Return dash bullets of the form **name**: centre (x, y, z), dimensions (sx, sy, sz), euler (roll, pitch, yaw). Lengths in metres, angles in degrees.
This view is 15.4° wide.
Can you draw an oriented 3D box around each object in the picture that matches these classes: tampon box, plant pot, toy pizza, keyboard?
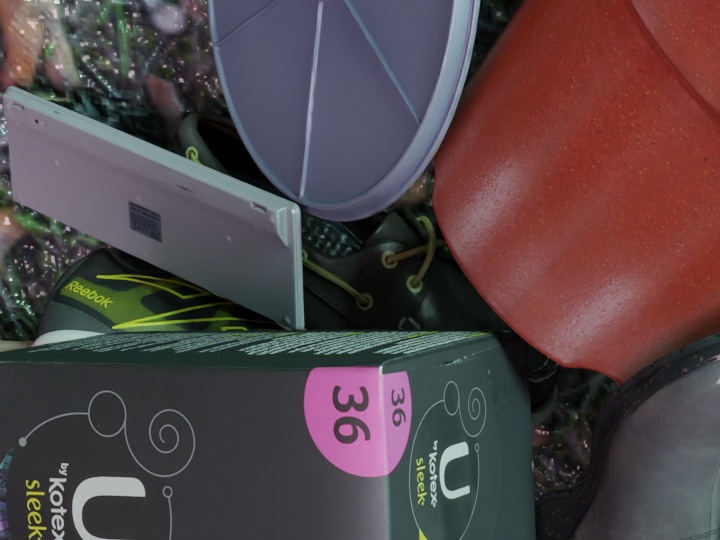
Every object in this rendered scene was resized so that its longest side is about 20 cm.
- **tampon box**: centre (-0.046, 0.102, 1.038), dimensions (0.199, 0.126, 0.151), euler (-1, 95, 29)
- **plant pot**: centre (0.136, -0.068, 1.002), dimensions (0.201, 0.201, 0.195), euler (41, 131, -2)
- **toy pizza**: centre (-0.002, -0.120, 1.056), dimensions (0.200, 0.032, 0.202), euler (5, 96, 58)
- **keyboard**: centre (-0.092, -0.029, 1.147), dimensions (0.200, 0.011, 0.057), euler (23, 129, 43)

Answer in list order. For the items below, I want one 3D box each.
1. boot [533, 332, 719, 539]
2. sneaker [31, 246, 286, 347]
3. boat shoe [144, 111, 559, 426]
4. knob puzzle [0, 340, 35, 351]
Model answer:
- **boot**: centre (0.131, 0.118, 1.012), dimensions (0.132, 0.069, 0.200), euler (65, 146, 27)
- **sneaker**: centre (-0.048, 0.035, 1.184), dimensions (0.199, 0.085, 0.075), euler (11, 145, -9)
- **boat shoe**: centre (0.000, 0.000, 1.147), dimensions (0.200, 0.072, 0.061), euler (27, 126, 9)
- **knob puzzle**: centre (-0.201, 0.095, 1.291), dimensions (0.218, 0.031, 0.220), euler (15, 136, 14)
